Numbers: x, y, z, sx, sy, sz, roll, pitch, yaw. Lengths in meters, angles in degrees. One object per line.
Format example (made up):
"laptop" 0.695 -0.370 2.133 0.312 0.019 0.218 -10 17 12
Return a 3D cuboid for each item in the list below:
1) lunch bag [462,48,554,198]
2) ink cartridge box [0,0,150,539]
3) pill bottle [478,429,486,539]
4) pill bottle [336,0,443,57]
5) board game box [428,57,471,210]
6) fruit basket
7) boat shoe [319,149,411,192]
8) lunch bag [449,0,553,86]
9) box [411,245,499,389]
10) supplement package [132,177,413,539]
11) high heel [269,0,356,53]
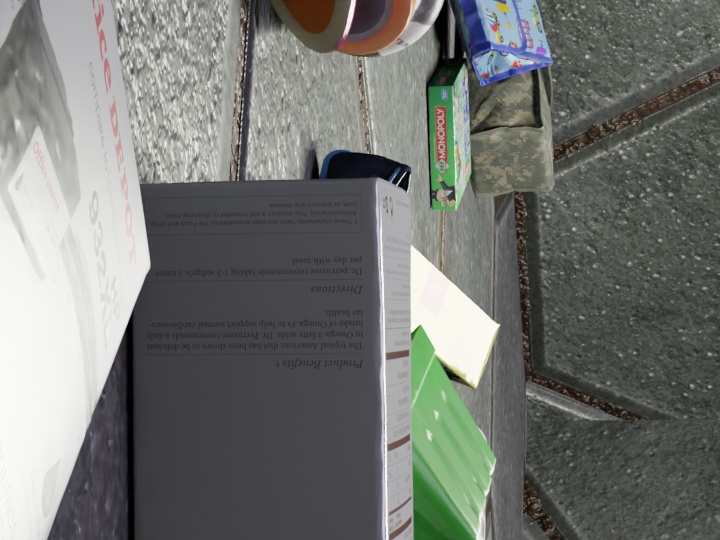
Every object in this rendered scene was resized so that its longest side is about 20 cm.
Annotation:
"lunch bag" 0.176 -0.213 2.754 0.164 0.117 0.200 75 10 -62
"ink cartridge box" -0.118 -0.011 0.569 0.200 0.084 0.145 -79 165 -59
"pill bottle" 0.030 0.205 1.571 0.114 0.114 0.200 77 14 -59
"pill bottle" 0.009 -0.204 1.485 0.200 0.106 0.106 -73 161 -66
"board game box" 0.098 -0.152 2.466 0.200 0.029 0.135 -63 152 -75
"fruit basket" -0.023 0.078 1.236 0.216 0.156 0.216 43 13 -12
"boat shoe" 0.000 0.000 1.530 0.084 0.069 0.200 75 18 -63
"lunch bag" 0.132 -0.301 2.513 0.200 0.094 0.151 8 67 -72
"box" 0.017 0.016 1.415 0.200 0.075 0.050 41 69 -58
"supplement package" -0.038 0.060 1.050 0.117 0.117 0.200 8 81 -83
"high heel" -0.029 -0.234 1.357 0.096 0.067 0.200 -40 117 -67
